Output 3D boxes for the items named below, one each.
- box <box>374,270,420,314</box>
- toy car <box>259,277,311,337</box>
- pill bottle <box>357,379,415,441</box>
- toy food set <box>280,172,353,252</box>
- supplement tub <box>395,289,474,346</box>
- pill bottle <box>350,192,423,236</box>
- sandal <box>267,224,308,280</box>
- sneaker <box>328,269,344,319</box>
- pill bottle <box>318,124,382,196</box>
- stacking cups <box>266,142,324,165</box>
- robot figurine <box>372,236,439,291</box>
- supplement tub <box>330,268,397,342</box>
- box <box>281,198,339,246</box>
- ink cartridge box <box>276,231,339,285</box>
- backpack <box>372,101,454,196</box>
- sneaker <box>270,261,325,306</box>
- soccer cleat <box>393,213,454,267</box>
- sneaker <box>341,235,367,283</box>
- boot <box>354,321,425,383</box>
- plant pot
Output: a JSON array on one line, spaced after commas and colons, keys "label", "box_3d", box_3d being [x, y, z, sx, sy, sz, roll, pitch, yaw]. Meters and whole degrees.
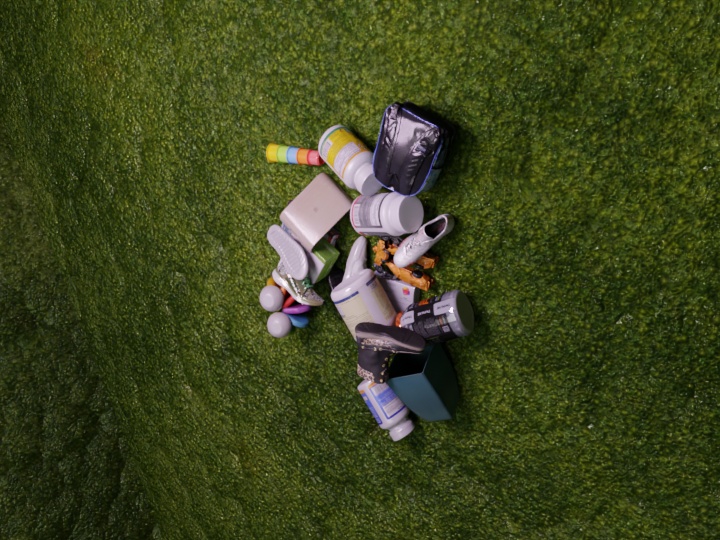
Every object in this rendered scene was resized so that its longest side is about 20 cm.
[{"label": "box", "box_3d": [0.096, 0.117, 1.730, 0.153, 0.041, 0.205, 17, 118, 31]}, {"label": "toy car", "box_3d": [-0.231, 0.112, 1.914, 0.146, 0.175, 0.205, -12, 101, 14]}, {"label": "pill bottle", "box_3d": [0.085, 0.418, 1.810, 0.111, 0.111, 0.203, -34, 86, 40]}, {"label": "toy food set", "box_3d": [-0.125, -0.172, 1.723, 0.200, 0.060, 0.144, -44, 77, 2]}, {"label": "supplement tub", "box_3d": [0.201, 0.136, 1.587, 0.196, 0.122, 0.125, -20, 96, 32]}, {"label": "pill bottle", "box_3d": [0.071, -0.151, 1.568, 0.198, 0.112, 0.117, 6, 112, 51]}, {"label": "sandal", "box_3d": [-0.206, -0.061, 1.742, 0.083, 0.049, 0.204, -46, 65, 23]}, {"label": "sneaker", "box_3d": [-0.056, 0.100, 1.823, 0.204, 0.075, 0.087, 62, 145, 8]}, {"label": "pill bottle", "box_3d": [-0.021, -0.296, 1.585, 0.201, 0.111, 0.114, 50, 131, 31]}, {"label": "stacking cups", "box_3d": [-0.194, -0.353, 1.767, 0.196, 0.060, 0.062, 10, 114, 31]}, {"label": "robot figurine", "box_3d": [0.121, -0.028, 1.642, 0.197, 0.058, 0.148, 27, 121, 27]}, {"label": "supplement tub", "box_3d": [0.019, 0.116, 1.661, 0.143, 0.145, 0.203, -23, 101, 40]}, {"label": "box", "box_3d": [-0.165, -0.113, 1.844, 0.199, 0.040, 0.139, 38, 128, 20]}, {"label": "ink cartridge box", "box_3d": [-0.172, -0.021, 1.812, 0.148, 0.075, 0.202, 44, 130, 14]}, {"label": "backpack", "box_3d": [0.135, -0.299, 1.466, 0.181, 0.146, 0.204, 33, 121, 22]}, {"label": "sneaker", "box_3d": [-0.180, 0.032, 1.751, 0.198, 0.077, 0.090, 35, 110, 15]}, {"label": "soccer cleat", "box_3d": [0.161, -0.080, 1.531, 0.198, 0.085, 0.070, -37, 77, 15]}, {"label": "sneaker", "box_3d": [0.000, 0.000, 1.750, 0.086, 0.075, 0.205, 15, 104, -9]}, {"label": "boot", "box_3d": [0.075, 0.230, 1.573, 0.194, 0.073, 0.155, 10, 117, 12]}, {"label": "plant pot", "box_3d": [0.190, 0.324, 1.663, 0.139, 0.142, 0.202, -17, 116, 38]}]
